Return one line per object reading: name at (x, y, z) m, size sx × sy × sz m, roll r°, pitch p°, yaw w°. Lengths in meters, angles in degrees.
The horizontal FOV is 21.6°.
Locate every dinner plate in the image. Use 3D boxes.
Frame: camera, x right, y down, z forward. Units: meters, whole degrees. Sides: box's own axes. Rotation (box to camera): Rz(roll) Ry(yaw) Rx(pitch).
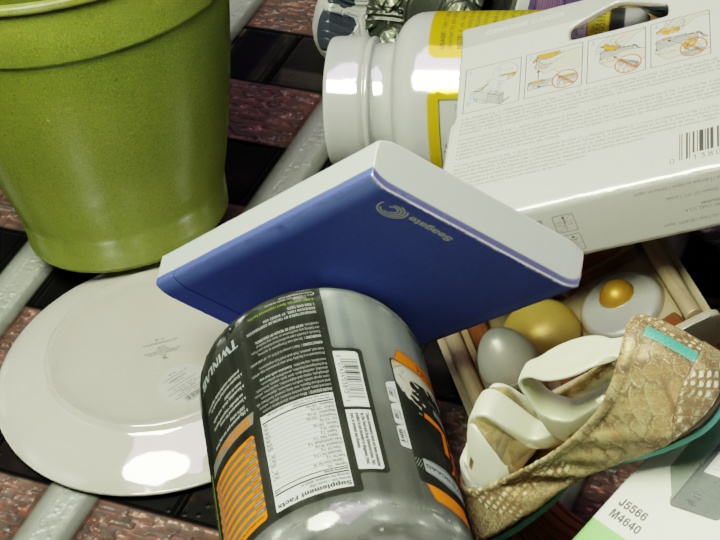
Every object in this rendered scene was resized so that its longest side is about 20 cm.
dinner plate at (-0.115, 0.050, 1.092) m, size 0.198 × 0.024 × 0.201 m, roll -5°, pitch 42°, yaw 4°

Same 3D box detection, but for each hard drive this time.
hard drive at (0.000, 0.000, 0.975) m, size 0.199 × 0.131 × 0.026 m, roll -24°, pitch 47°, yaw 50°

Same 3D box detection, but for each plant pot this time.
plant pot at (-0.158, -0.111, 1.141) m, size 0.198 × 0.195 × 0.201 m, roll -8°, pitch 30°, yaw 5°

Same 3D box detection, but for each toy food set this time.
toy food set at (0.101, 0.006, 1.033) m, size 0.143 × 0.061 × 0.201 m, roll -29°, pitch 36°, yaw 6°

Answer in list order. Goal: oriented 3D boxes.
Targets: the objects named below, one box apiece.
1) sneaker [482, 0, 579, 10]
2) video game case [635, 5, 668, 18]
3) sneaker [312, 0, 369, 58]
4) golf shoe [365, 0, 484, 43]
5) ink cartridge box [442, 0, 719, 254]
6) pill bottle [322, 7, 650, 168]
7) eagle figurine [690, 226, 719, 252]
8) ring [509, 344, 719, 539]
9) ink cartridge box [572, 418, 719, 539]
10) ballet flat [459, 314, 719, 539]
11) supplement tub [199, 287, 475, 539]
sneaker at (0.117, -0.207, 1.329) m, size 0.087 × 0.076 × 0.201 m, roll 10°, pitch 33°, yaw -17°
video game case at (0.279, -0.150, 1.150) m, size 0.181 × 0.022 × 0.200 m, roll 9°, pitch 3°, yaw 25°
sneaker at (-0.007, -0.229, 1.363) m, size 0.129 × 0.079 × 0.201 m, roll -5°, pitch 62°, yaw 53°
golf shoe at (0.060, -0.224, 1.283) m, size 0.076 × 0.202 × 0.088 m, roll 17°, pitch 10°, yaw 7°
ink cartridge box at (0.146, -0.087, 1.040) m, size 0.198 × 0.045 × 0.177 m, roll -12°, pitch 39°, yaw 20°
pill bottle at (0.080, -0.105, 1.167) m, size 0.198 × 0.112 × 0.112 m, roll 1°, pitch 41°, yaw 10°
eagle figurine at (0.273, -0.054, 1.088) m, size 0.151 × 0.152 × 0.200 m, roll 35°, pitch 8°, yaw -9°
ring at (0.158, 0.090, 0.999) m, size 0.198 × 0.019 × 0.202 m, roll -5°, pitch 41°, yaw 5°
ink cartridge box at (0.199, 0.121, 0.841) m, size 0.200 × 0.084 × 0.145 m, roll -47°, pitch 39°, yaw -9°
ballet flat at (0.092, 0.071, 0.897) m, size 0.065 × 0.200 × 0.071 m, roll 40°, pitch 46°, yaw -11°
supplement tub at (-0.011, 0.114, 0.921) m, size 0.121 × 0.123 × 0.201 m, roll -11°, pitch 41°, yaw -3°
